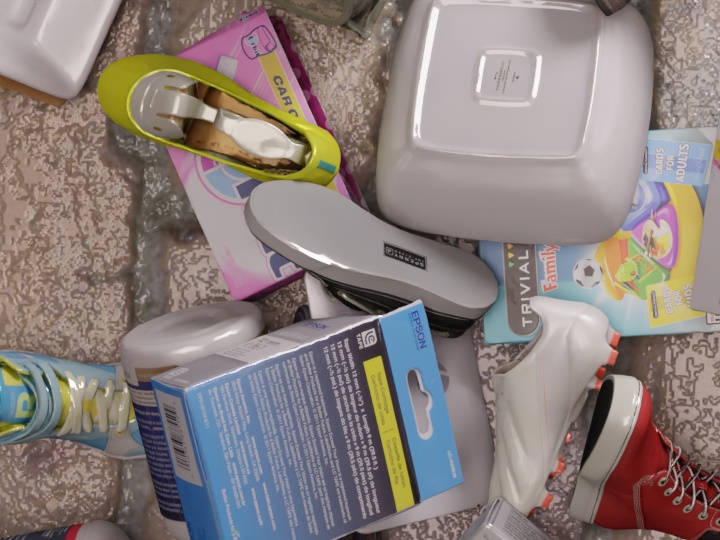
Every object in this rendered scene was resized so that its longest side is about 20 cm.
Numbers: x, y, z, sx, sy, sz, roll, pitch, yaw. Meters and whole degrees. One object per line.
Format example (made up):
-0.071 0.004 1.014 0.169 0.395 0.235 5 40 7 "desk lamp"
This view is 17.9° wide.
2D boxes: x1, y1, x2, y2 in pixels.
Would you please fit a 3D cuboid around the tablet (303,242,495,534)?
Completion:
0.033 0.086 1.707 0.129 0.014 0.202 -10 88 -26 "tablet"

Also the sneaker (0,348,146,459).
-0.214 0.104 1.723 0.198 0.131 0.080 4 90 8 "sneaker"

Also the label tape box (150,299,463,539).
-0.036 0.115 1.621 0.199 0.066 0.144 -20 104 -29 "label tape box"

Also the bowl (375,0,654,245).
0.110 -0.126 1.664 0.198 0.075 0.201 6 67 13 "bowl"

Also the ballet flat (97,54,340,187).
-0.108 -0.111 1.669 0.199 0.067 0.067 22 95 11 "ballet flat"

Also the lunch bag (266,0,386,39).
-0.054 -0.255 1.662 0.163 0.200 0.118 27 94 8 "lunch bag"

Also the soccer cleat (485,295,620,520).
0.123 0.109 1.683 0.077 0.069 0.201 22 111 0 "soccer cleat"

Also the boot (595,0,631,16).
0.226 -0.282 1.642 0.173 0.069 0.201 -28 52 15 "boot"

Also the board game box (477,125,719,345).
0.187 -0.025 1.699 0.198 0.047 0.152 -4 89 9 "board game box"

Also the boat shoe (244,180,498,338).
0.000 0.000 1.655 0.199 0.071 0.064 23 136 -16 "boat shoe"

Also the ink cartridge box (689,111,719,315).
0.341 -0.056 1.599 0.146 0.146 0.202 9 91 -22 "ink cartridge box"

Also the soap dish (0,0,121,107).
-0.269 -0.224 1.708 0.081 0.199 0.158 28 95 37 "soap dish"

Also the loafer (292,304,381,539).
-0.018 0.125 1.730 0.062 0.072 0.202 -3 95 -15 "loafer"

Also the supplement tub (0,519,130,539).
-0.266 0.273 1.725 0.198 0.140 0.142 -12 88 9 "supplement tub"

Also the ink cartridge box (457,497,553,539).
0.124 0.292 1.697 0.200 0.044 0.174 39 121 -3 "ink cartridge box"

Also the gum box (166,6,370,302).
-0.079 -0.090 1.733 0.113 0.066 0.201 -25 86 9 "gum box"

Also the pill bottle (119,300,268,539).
-0.103 0.133 1.685 0.110 0.111 0.202 -11 103 9 "pill bottle"

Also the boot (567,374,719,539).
0.228 0.143 1.624 0.143 0.200 0.073 16 66 9 "boot"
